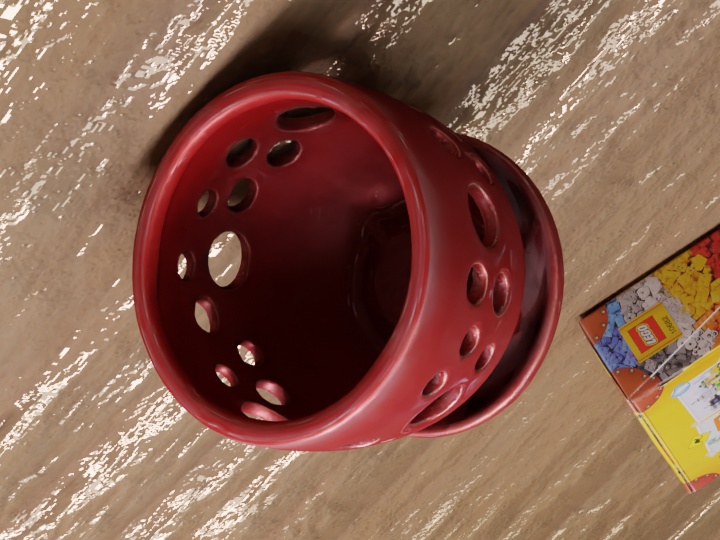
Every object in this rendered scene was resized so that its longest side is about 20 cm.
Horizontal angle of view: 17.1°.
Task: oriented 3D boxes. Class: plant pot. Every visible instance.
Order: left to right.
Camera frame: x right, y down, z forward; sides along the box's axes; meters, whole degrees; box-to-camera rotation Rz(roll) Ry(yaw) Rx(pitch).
[{"bbox_3d":[0.000,0.000,1.336,0.200,0.201,0.182,-44,155,21],"label":"plant pot"}]

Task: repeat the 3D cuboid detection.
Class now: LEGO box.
[{"bbox_3d":[0.262,0.063,1.746,0.148,0.077,0.200,-33,149,4],"label":"LEGO box"}]
